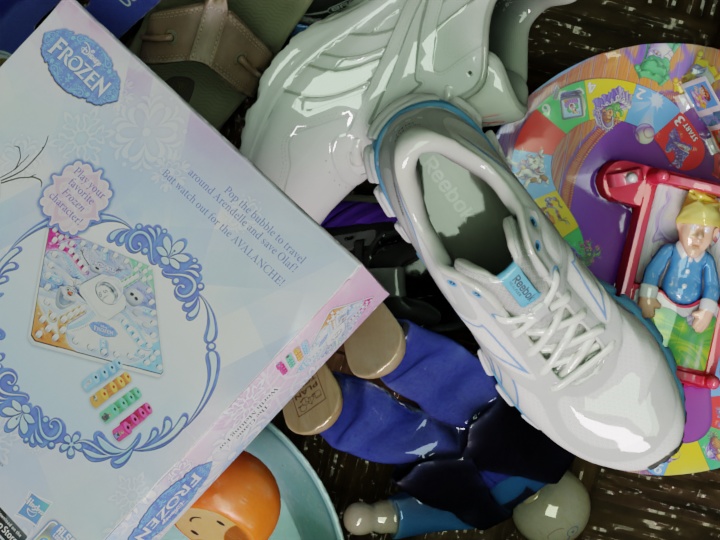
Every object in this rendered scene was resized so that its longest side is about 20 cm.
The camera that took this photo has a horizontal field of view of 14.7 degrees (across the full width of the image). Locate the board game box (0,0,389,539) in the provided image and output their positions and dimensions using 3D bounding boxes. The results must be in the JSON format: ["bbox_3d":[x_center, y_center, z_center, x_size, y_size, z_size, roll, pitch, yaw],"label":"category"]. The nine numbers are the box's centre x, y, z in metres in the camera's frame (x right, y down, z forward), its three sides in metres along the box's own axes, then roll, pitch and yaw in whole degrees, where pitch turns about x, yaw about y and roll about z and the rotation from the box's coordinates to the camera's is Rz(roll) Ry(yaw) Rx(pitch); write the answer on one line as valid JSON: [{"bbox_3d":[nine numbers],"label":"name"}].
[{"bbox_3d":[-0.125,0.016,1.196,0.199,0.043,0.200,-47,63,0],"label":"board game box"}]

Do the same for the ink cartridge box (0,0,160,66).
[{"bbox_3d":[-0.195,-0.162,1.263,0.200,0.200,0.041,47,53,-7],"label":"ink cartridge box"}]

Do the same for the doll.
[{"bbox_3d":[0.043,0.083,1.321,0.136,0.049,0.200,-42,137,15],"label":"doll"}]

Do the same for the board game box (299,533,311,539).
[{"bbox_3d":[0.039,0.217,1.400,0.200,0.023,0.105,25,95,-4],"label":"board game box"}]

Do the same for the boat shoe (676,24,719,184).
[{"bbox_3d":[0.173,-0.034,1.337,0.070,0.070,0.200,25,98,-3],"label":"boat shoe"}]

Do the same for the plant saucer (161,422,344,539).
[{"bbox_3d":[-0.102,0.149,1.369,0.199,0.036,0.201,1,96,8],"label":"plant saucer"}]

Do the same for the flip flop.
[{"bbox_3d":[-0.074,-0.102,1.278,0.081,0.058,0.200,17,137,-17],"label":"flip flop"}]

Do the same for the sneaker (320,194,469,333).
[{"bbox_3d":[0.000,-0.001,1.323,0.200,0.100,0.070,-7,99,-1],"label":"sneaker"}]

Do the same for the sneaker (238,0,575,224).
[{"bbox_3d":[0.024,-0.085,1.276,0.099,0.078,0.200,41,98,26],"label":"sneaker"}]

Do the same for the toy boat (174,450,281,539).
[{"bbox_3d":[-0.093,0.087,1.274,0.131,0.130,0.200,37,86,-20],"label":"toy boat"}]

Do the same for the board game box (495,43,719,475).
[{"bbox_3d":[0.143,-0.003,1.277,0.158,0.039,0.200,-32,95,-6],"label":"board game box"}]

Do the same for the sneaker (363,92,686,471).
[{"bbox_3d":[0.071,0.013,1.219,0.075,0.087,0.200,-40,97,5],"label":"sneaker"}]

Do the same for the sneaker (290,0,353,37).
[{"bbox_3d":[-0.080,-0.168,1.301,0.199,0.071,0.083,14,134,-8],"label":"sneaker"}]
